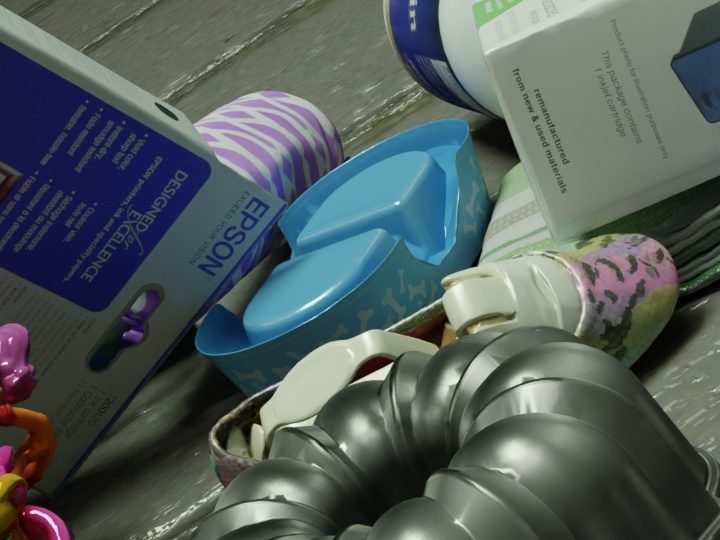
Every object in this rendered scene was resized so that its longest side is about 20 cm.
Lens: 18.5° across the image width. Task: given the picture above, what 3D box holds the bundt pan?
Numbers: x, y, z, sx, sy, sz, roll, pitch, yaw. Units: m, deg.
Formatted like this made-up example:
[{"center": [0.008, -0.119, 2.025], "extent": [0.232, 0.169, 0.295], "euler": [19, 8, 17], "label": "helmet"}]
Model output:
[{"center": [0.021, 0.089, 0.745], "extent": [0.201, 0.076, 0.202], "euler": [-28, 18, 10], "label": "bundt pan"}]

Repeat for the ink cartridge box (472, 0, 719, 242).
[{"center": [0.153, -0.103, 0.918], "extent": [0.198, 0.088, 0.145], "euler": [-21, 13, 7], "label": "ink cartridge box"}]

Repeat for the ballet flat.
[{"center": [0.029, 0.038, 0.858], "extent": [0.199, 0.071, 0.070], "euler": [-29, 52, 11], "label": "ballet flat"}]

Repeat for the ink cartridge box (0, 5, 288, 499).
[{"center": [-0.168, -0.011, 1.017], "extent": [0.198, 0.199, 0.044], "euler": [-50, 32, 16], "label": "ink cartridge box"}]

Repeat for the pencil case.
[{"center": [-0.073, -0.033, 1.140], "extent": [0.083, 0.086, 0.200], "euler": [18, 21, 15], "label": "pencil case"}]

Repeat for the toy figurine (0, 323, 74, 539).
[{"center": [-0.190, 0.076, 0.924], "extent": [0.198, 0.151, 0.185], "euler": [-8, 50, 7], "label": "toy figurine"}]

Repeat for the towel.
[{"center": [0.111, -0.030, 0.978], "extent": [0.148, 0.031, 0.200], "euler": [-24, 19, 20], "label": "towel"}]

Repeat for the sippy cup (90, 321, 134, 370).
[{"center": [-0.181, 0.021, 1.181], "extent": [0.130, 0.139, 0.178], "euler": [-46, -17, -10], "label": "sippy cup"}]

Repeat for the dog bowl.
[{"center": [0.000, 0.000, 1.049], "extent": [0.111, 0.050, 0.200], "euler": [-20, 22, 33], "label": "dog bowl"}]

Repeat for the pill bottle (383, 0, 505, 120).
[{"center": [0.086, -0.133, 1.124], "extent": [0.115, 0.116, 0.200], "euler": [-33, 14, -6], "label": "pill bottle"}]
